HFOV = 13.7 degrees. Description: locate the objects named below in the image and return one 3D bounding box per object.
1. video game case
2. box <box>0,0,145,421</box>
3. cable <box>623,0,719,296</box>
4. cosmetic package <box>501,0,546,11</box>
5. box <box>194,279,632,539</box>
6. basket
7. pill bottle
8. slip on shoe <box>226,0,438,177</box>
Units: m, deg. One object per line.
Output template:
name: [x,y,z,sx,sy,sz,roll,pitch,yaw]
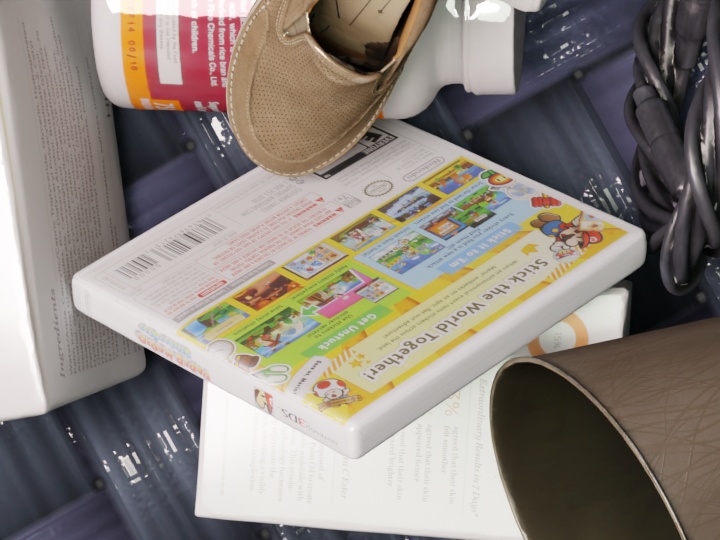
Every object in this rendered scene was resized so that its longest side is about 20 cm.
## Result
video game case: [0.000,0.000,1.375,0.182,0.200,0.023,26,133,36]
box: [-0.227,-0.024,1.423,0.198,0.171,0.201,-8,92,12]
cable: [0.155,-0.088,1.386,0.051,0.163,0.201,12,85,-15]
cosmetic package: [0.066,-0.263,1.350,0.165,0.165,0.200,29,63,4]
box: [0.028,0.061,1.445,0.199,0.097,0.125,4,93,7]
basket: [0.187,0.084,1.340,0.199,0.136,0.181,-20,56,-25]
pill bottle: [-0.022,-0.130,1.432,0.199,0.113,0.113,3,93,7]
slip on shoe: [-0.008,-0.105,1.333,0.076,0.061,0.200,25,133,-13]
